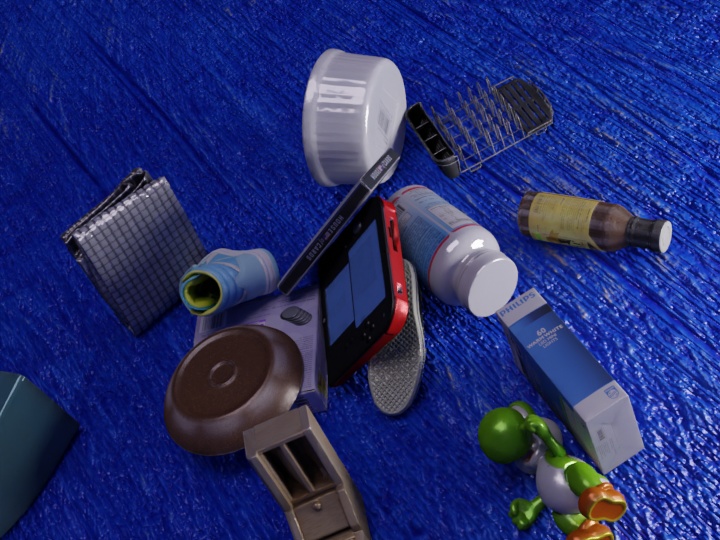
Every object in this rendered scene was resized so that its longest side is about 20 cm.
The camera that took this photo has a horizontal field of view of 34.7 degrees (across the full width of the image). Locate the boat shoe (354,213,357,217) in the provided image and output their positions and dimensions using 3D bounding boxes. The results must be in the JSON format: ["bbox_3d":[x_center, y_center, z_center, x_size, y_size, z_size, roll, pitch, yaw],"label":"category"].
[{"bbox_3d":[0.000,0.000,1.569,0.070,0.070,0.202,-6,47,21],"label":"boat shoe"}]

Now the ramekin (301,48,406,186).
[{"bbox_3d":[-0.003,-0.221,1.694,0.096,0.202,0.202,6,51,20],"label":"ramekin"}]

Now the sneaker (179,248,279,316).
[{"bbox_3d":[-0.214,0.019,1.590,0.129,0.081,0.199,-21,4,-39],"label":"sneaker"}]

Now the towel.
[{"bbox_3d":[-0.323,-0.031,1.664,0.165,0.201,0.085,-39,43,-15],"label":"towel"}]

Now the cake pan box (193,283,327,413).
[{"bbox_3d":[-0.139,0.121,1.538,0.197,0.053,0.186,-15,42,13],"label":"cake pan box"}]

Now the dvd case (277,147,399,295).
[{"bbox_3d":[-0.029,-0.068,1.560,0.200,0.025,0.151,-49,2,28],"label":"dvd case"}]

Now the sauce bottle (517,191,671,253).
[{"bbox_3d":[0.299,-0.059,1.480,0.198,0.065,0.065,13,56,36],"label":"sauce bottle"}]

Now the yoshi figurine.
[{"bbox_3d":[0.191,0.215,1.245,0.112,0.112,0.200,-37,40,-1],"label":"yoshi figurine"}]

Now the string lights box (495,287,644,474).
[{"bbox_3d":[0.234,0.123,1.310,0.058,0.103,0.201,-31,43,-4],"label":"string lights box"}]

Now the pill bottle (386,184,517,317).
[{"bbox_3d":[0.113,-0.024,1.507,0.108,0.109,0.200,-37,44,-11],"label":"pill bottle"}]

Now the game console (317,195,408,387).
[{"bbox_3d":[-0.003,0.024,1.468,0.177,0.031,0.203,-43,41,41],"label":"game console"}]

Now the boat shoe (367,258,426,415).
[{"bbox_3d":[0.049,0.086,1.460,0.073,0.062,0.203,-4,68,14],"label":"boat shoe"}]

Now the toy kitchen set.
[{"bbox_3d":[-0.083,0.301,1.241,0.161,0.182,0.201,-23,38,5],"label":"toy kitchen set"}]

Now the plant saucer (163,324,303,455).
[{"bbox_3d":[-0.170,0.141,1.474,0.197,0.037,0.203,-15,46,15],"label":"plant saucer"}]

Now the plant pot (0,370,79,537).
[{"bbox_3d":[-0.502,0.253,1.535,0.139,0.142,0.202,4,58,29],"label":"plant pot"}]

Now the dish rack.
[{"bbox_3d":[0.180,-0.225,1.706,0.198,0.055,0.154,-27,44,0],"label":"dish rack"}]
